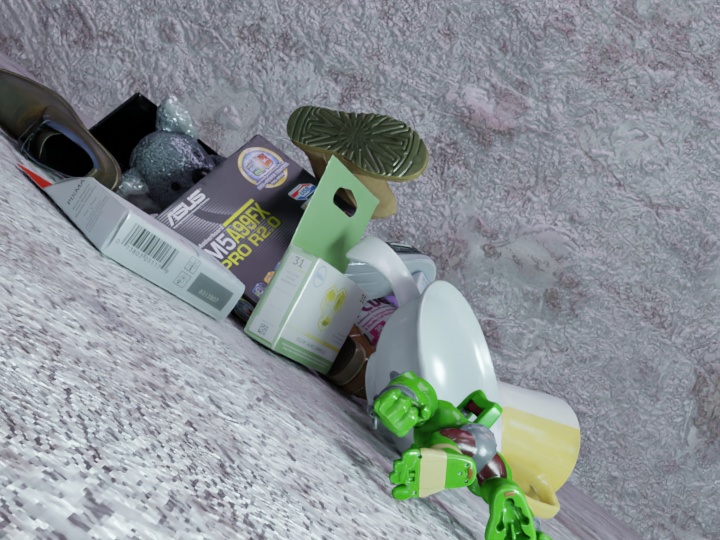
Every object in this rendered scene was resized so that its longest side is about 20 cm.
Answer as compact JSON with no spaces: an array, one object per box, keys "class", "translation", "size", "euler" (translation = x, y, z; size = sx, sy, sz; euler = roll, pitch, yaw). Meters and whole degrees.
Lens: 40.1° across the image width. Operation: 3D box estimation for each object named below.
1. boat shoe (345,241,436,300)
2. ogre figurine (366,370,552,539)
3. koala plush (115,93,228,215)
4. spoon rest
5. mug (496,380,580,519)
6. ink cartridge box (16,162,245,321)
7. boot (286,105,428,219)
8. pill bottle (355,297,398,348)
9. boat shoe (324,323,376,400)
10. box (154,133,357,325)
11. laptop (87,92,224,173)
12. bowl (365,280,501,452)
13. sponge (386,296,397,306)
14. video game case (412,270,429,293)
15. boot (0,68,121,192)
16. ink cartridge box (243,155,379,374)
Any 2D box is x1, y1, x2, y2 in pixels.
[{"class":"boat shoe","translation":[0.000,0.000,1.295],"size":[0.198,0.073,0.071],"euler":[1,23,-24]},{"class":"ogre figurine","translation":[0.079,0.150,0.777],"size":[0.198,0.099,0.120],"euler":[25,14,-12]},{"class":"koala plush","translation":[-0.208,-0.101,1.225],"size":[0.199,0.179,0.183],"euler":[36,-13,-38]},{"class":"spoon rest","translation":[0.044,0.060,1.064],"size":[0.060,0.099,0.202],"euler":[13,-47,46]},{"class":"mug","translation":[0.203,0.223,1.330],"size":[0.152,0.151,0.186],"euler":[27,-2,-32]},{"class":"ink cartridge box","translation":[-0.217,-0.044,0.935],"size":[0.200,0.057,0.162],"euler":[43,4,41]},{"class":"boot","translation":[0.014,-0.112,1.141],"size":[0.174,0.067,0.200],"euler":[23,-13,21]},{"class":"pill bottle","translation":[-0.006,0.077,1.330],"size":[0.199,0.114,0.113],"euler":[36,-1,41]},{"class":"boat shoe","translation":[-0.021,0.098,1.172],"size":[0.068,0.072,0.200],"euler":[41,8,-23]},{"class":"box","translation":[-0.114,-0.047,1.100],"size":[0.160,0.200,0.044],"euler":[38,-42,5]},{"class":"laptop","translation":[-0.315,-0.167,1.315],"size":[0.187,0.199,0.117],"euler":[36,26,-51]},{"class":"bowl","translation":[0.065,0.119,0.988],"size":[0.201,0.089,0.203],"euler":[46,36,-48]},{"class":"sponge","translation":[0.104,0.097,1.498],"size":[0.111,0.030,0.200],"euler":[37,-3,41]},{"class":"video game case","translation":[0.087,0.112,1.227],"size":[0.144,0.018,0.201],"euler":[59,27,-23]},{"class":"boot","translation":[-0.350,-0.161,1.090],"size":[0.199,0.075,0.097],"euler":[39,-3,-4]},{"class":"ink cartridge box","translation":[-0.033,0.000,1.043],"size":[0.048,0.202,0.145],"euler":[26,-5,26]}]
